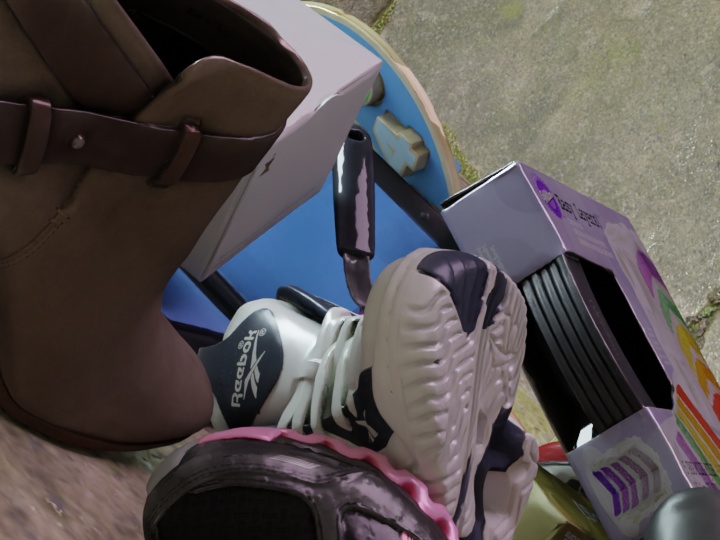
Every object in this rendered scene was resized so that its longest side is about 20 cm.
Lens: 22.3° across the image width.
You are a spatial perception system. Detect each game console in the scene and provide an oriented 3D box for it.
[{"bbox_3d":[-0.067,-0.036,0.834,0.200,0.118,0.171,44,8,20],"label":"game console"}]

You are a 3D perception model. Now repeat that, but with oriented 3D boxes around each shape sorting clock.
[{"bbox_3d":[-0.018,-0.041,0.959,0.039,0.201,0.200,-18,50,-34],"label":"shape sorting clock"}]

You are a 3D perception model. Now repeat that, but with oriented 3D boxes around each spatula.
[{"bbox_3d":[0.000,0.000,0.804,0.056,0.021,0.201,10,40,-14],"label":"spatula"}]

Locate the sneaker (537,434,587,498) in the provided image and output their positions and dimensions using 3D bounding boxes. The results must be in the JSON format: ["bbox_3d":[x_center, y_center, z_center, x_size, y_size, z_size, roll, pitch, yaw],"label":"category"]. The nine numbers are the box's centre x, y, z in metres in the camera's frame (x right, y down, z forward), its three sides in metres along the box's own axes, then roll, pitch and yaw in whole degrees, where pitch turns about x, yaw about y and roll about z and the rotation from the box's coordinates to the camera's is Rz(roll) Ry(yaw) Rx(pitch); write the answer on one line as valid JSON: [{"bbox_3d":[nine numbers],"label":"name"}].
[{"bbox_3d":[0.123,0.099,0.988,0.077,0.085,0.200,12,-7,13],"label":"sneaker"}]

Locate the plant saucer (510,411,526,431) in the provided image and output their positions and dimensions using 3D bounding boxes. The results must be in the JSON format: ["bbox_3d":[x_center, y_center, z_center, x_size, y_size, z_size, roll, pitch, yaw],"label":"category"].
[{"bbox_3d":[0.038,0.056,1.077,0.200,0.037,0.200,51,5,-6],"label":"plant saucer"}]

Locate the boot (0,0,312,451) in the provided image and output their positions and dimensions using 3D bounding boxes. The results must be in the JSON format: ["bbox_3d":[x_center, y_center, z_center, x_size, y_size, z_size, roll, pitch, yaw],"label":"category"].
[{"bbox_3d":[-0.072,-0.020,0.577,0.200,0.146,0.070,27,30,-48],"label":"boot"}]

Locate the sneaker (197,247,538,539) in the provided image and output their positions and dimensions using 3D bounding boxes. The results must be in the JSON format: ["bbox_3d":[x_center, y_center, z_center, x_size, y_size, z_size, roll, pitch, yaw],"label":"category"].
[{"bbox_3d":[-0.010,0.041,0.646,0.129,0.080,0.199,17,-17,17],"label":"sneaker"}]

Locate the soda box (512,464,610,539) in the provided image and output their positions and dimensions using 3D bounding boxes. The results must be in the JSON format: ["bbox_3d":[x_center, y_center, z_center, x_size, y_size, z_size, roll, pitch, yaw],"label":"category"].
[{"bbox_3d":[0.117,0.160,0.883,0.200,0.064,0.068,35,9,-40],"label":"soda box"}]

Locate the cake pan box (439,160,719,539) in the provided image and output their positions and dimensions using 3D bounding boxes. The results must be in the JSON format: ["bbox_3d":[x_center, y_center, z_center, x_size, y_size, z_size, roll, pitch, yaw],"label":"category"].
[{"bbox_3d":[0.127,0.047,0.896,0.185,0.052,0.200,62,18,19],"label":"cake pan box"}]

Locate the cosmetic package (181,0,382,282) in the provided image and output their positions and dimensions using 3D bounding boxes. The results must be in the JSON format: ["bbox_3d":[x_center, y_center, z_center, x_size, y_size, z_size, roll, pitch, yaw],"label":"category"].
[{"bbox_3d":[-0.104,-0.101,0.798,0.200,0.085,0.108,39,38,11],"label":"cosmetic package"}]

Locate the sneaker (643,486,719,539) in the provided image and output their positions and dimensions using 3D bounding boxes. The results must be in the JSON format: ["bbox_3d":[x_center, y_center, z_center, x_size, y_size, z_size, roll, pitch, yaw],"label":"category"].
[{"bbox_3d":[0.147,0.158,0.689,0.091,0.075,0.201,78,4,-46],"label":"sneaker"}]

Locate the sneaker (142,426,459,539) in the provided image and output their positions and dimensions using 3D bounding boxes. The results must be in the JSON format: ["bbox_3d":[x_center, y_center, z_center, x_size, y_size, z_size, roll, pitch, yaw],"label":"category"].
[{"bbox_3d":[0.013,0.128,0.543,0.200,0.079,0.095,40,19,-5],"label":"sneaker"}]
